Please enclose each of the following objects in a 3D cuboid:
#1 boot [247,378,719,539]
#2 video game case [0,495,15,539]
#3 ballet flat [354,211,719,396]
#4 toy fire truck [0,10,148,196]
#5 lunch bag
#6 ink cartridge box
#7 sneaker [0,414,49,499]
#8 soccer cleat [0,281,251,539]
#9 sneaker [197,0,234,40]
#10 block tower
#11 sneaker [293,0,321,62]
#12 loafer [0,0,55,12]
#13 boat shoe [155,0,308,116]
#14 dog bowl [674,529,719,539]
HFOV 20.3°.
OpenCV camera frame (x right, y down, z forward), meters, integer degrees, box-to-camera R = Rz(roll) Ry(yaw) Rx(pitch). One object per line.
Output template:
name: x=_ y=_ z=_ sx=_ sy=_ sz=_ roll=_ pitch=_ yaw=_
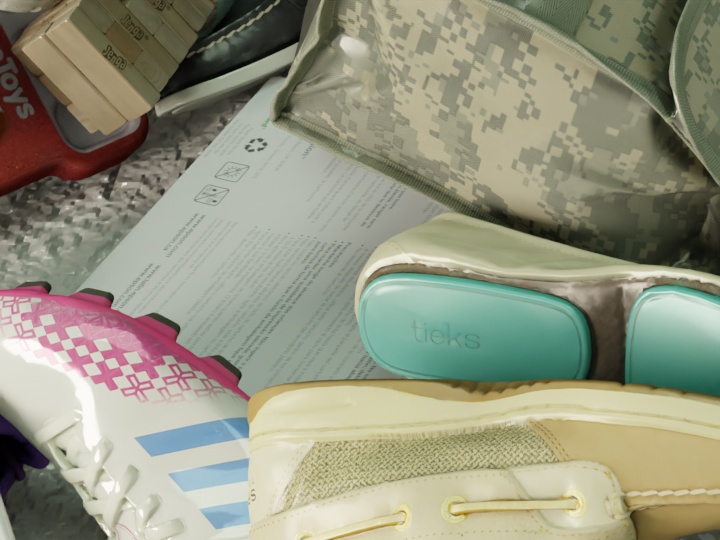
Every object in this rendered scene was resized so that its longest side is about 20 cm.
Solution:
boot: x=0.051 y=0.113 z=0.594 sx=0.198 sy=0.073 sz=0.157 roll=0 pitch=75 yaw=23
video game case: x=-0.186 y=0.148 z=0.640 sx=0.181 sy=0.023 sz=0.201 roll=-19 pitch=62 yaw=-11
ballet flat: x=0.093 y=0.022 z=0.669 sx=0.199 sy=0.070 sz=0.070 roll=17 pitch=47 yaw=27
toy fire truck: x=-0.204 y=-0.114 z=0.892 sx=0.167 sy=0.112 sz=0.201 roll=-25 pitch=84 yaw=-32
lunch bag: x=0.092 y=-0.089 z=0.735 sx=0.199 sy=0.118 sz=0.165 roll=28 pitch=49 yaw=1
ink cartridge box: x=0.000 y=0.000 z=0.803 sx=0.198 sy=0.041 sz=0.200 roll=10 pitch=43 yaw=31
sneaker: x=-0.157 y=0.052 z=0.766 sx=0.083 sy=0.081 sz=0.201 roll=-5 pitch=49 yaw=2
soccer cleat: x=-0.063 y=0.074 z=0.686 sx=0.199 sy=0.070 sz=0.087 roll=25 pitch=56 yaw=8
sneaker: x=-0.153 y=-0.178 z=0.973 sx=0.198 sy=0.141 sz=0.078 roll=0 pitch=37 yaw=11
block tower: x=-0.086 y=-0.147 z=0.911 sx=0.054 sy=0.058 sz=0.201 roll=-23 pitch=29 yaw=43
sneaker: x=-0.001 y=-0.142 z=0.875 sx=0.090 sy=0.076 sz=0.201 roll=9 pitch=46 yaw=14
loafer: x=-0.163 y=-0.205 z=0.871 sx=0.070 sy=0.070 sz=0.201 roll=-3 pitch=59 yaw=-43
boat shoe: x=-0.023 y=-0.135 z=0.941 sx=0.199 sy=0.061 sz=0.074 roll=-31 pitch=12 yaw=-25
dog bowl: x=0.172 y=0.041 z=0.720 sx=0.198 sy=0.059 sz=0.201 roll=-5 pitch=40 yaw=4
